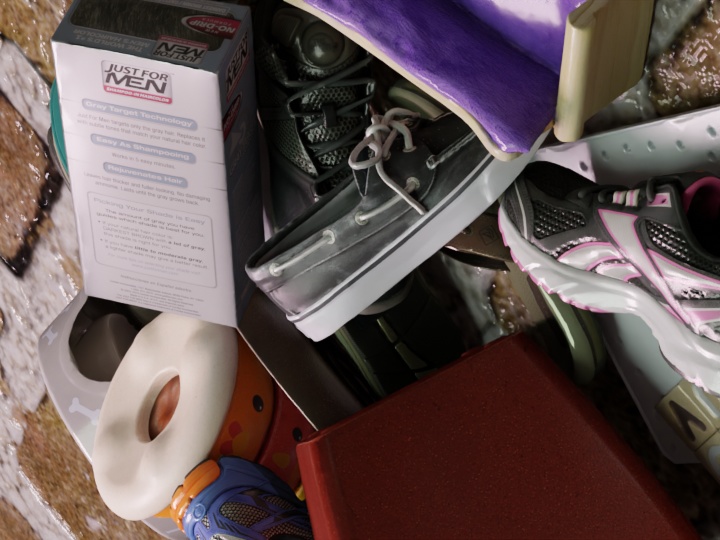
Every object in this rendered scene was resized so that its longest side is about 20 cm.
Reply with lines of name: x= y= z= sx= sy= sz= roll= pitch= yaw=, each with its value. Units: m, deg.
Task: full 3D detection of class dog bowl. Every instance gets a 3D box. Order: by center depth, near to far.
dog bowl: x=-0.148 y=0.100 z=1.790 sx=0.200 sy=0.059 sz=0.200 roll=52 pitch=-170 yaw=-13

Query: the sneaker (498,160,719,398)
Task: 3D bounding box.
sneaker: x=0.155 y=-0.018 z=1.303 sx=0.200 sy=0.080 sz=0.087 roll=33 pitch=124 yaw=39

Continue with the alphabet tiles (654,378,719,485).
alphabet tiles: x=0.225 y=0.069 z=1.343 sx=0.167 sy=0.008 sz=0.200 roll=49 pitch=149 yaw=9

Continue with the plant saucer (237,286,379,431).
plant saucer: x=-0.013 y=0.080 z=1.637 sx=0.200 sy=0.032 sz=0.200 roll=49 pitch=-176 yaw=-5

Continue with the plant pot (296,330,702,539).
plant pot: x=0.065 y=0.143 z=1.471 sx=0.177 sy=0.200 sz=0.200 roll=63 pitch=174 yaw=2

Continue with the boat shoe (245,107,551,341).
boat shoe: x=0.022 y=-0.049 z=1.382 sx=0.199 sy=0.074 sz=0.068 roll=-40 pitch=108 yaw=23

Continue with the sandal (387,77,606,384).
sandal: x=0.068 y=-0.020 z=1.444 sx=0.201 sy=0.057 sz=0.080 roll=60 pitch=174 yaw=7

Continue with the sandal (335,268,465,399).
sandal: x=-0.001 y=0.001 z=1.570 sx=0.057 sy=0.080 sz=0.201 roll=31 pitch=146 yaw=64

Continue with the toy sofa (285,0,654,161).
toy sofa: x=0.049 y=-0.152 z=1.336 sx=0.200 sy=0.097 sz=0.083 roll=39 pitch=147 yaw=27

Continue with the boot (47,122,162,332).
boot: x=-0.126 y=-0.035 z=1.736 sx=0.130 sy=0.068 sz=0.200 roll=-9 pitch=114 yaw=51

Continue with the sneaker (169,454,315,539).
sneaker: x=-0.028 y=0.178 z=1.593 sx=0.075 sy=0.200 sz=0.079 roll=-54 pitch=42 yaw=23

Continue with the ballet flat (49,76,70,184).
ballet flat: x=-0.142 y=-0.052 z=1.645 sx=0.070 sy=0.069 sz=0.200 roll=97 pitch=154 yaw=-49

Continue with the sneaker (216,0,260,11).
sneaker: x=-0.115 y=-0.154 z=1.537 sx=0.088 sy=0.076 sz=0.200 roll=47 pitch=111 yaw=32

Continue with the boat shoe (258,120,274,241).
boat shoe: x=-0.091 y=-0.076 z=1.599 sx=0.072 sy=0.062 sz=0.201 roll=134 pitch=117 yaw=-83

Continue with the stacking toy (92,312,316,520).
stacking toy: x=-0.057 y=0.116 z=1.659 sx=0.200 sy=0.147 sz=0.146 roll=25 pitch=163 yaw=-29

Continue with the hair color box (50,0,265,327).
hair color box: x=-0.112 y=-0.065 z=1.473 sx=0.099 sy=0.061 sz=0.200 roll=12 pitch=138 yaw=12

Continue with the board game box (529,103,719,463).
board game box: x=0.187 y=0.008 z=1.368 sx=0.200 sy=0.026 sz=0.200 roll=-11 pitch=111 yaw=57

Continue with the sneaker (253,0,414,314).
sneaker: x=-0.019 y=-0.077 z=1.456 sx=0.114 sy=0.076 sz=0.200 roll=92 pitch=165 yaw=-66
